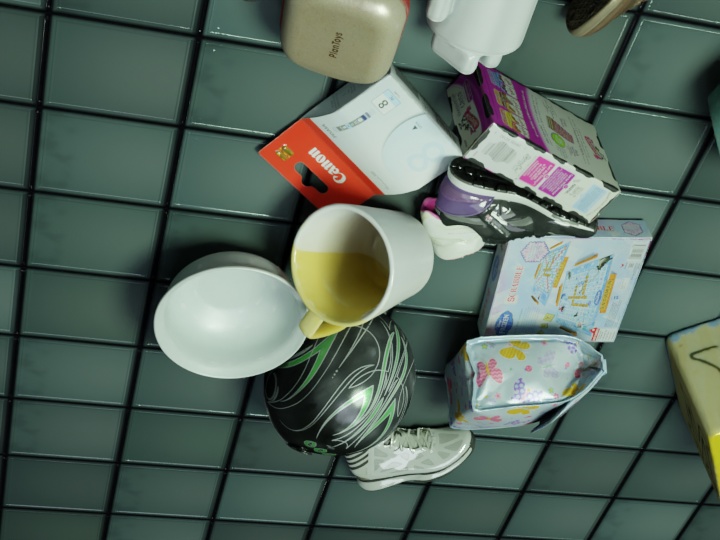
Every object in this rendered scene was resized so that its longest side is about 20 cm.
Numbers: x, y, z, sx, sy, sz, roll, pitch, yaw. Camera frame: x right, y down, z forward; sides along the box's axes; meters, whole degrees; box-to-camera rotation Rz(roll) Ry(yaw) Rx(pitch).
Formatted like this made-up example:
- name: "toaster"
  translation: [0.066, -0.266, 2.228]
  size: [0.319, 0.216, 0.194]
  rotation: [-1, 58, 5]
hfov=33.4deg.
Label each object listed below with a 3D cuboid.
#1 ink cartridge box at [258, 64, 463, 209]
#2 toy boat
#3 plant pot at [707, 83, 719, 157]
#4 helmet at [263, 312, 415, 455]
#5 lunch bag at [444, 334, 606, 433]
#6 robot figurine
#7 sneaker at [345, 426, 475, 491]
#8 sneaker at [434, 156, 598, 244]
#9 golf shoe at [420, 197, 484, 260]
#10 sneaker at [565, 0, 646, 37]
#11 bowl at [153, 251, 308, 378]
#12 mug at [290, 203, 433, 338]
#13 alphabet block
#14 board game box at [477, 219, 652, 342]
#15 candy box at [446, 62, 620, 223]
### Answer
- name: "ink cartridge box"
  translation: [0.002, -0.143, 1.467]
  size: [0.200, 0.047, 0.160]
  rotation: [-34, 128, 17]
- name: "toy boat"
  translation: [-0.012, -0.292, 1.288]
  size: [0.130, 0.131, 0.200]
  rotation: [17, 160, -3]
- name: "plant pot"
  translation: [0.508, -0.170, 1.435]
  size: [0.161, 0.201, 0.201]
  rotation: [-13, 133, 20]
- name: "helmet"
  translation: [-0.019, 0.151, 1.644]
  size: [0.190, 0.200, 0.200]
  rotation: [-26, 132, 36]
- name: "lunch bag"
  translation: [0.232, 0.162, 1.687]
  size: [0.199, 0.127, 0.170]
  rotation: [-3, 164, -9]
- name: "robot figurine"
  translation: [0.139, -0.312, 1.294]
  size: [0.169, 0.113, 0.200]
  rotation: [-24, 144, -40]
- name: "sneaker"
  translation: [0.068, 0.266, 1.822]
  size: [0.200, 0.076, 0.115]
  rotation: [-20, 133, 12]
- name: "sneaker"
  translation: [0.190, -0.070, 1.482]
  size: [0.200, 0.076, 0.088]
  rotation: [19, 126, -5]
- name: "golf shoe"
  translation: [0.169, -0.086, 1.530]
  size: [0.200, 0.075, 0.092]
  rotation: [-26, 127, 13]
- name: "sneaker"
  translation: [0.319, -0.326, 1.340]
  size: [0.075, 0.071, 0.200]
  rotation: [26, 123, -29]
- name: "bowl"
  translation: [-0.170, 0.043, 1.577]
  size: [0.201, 0.090, 0.201]
  rotation: [-5, 131, -5]
- name: "mug"
  translation: [0.002, -0.009, 1.519]
  size: [0.186, 0.150, 0.153]
  rotation: [-19, 176, 33]
- name: "alphabet block"
  translation: [0.578, 0.196, 1.758]
  size: [0.195, 0.200, 0.197]
  rotation: [-19, 132, 9]
- name: "board game box"
  translation: [0.277, 0.016, 1.656]
  size: [0.199, 0.041, 0.200]
  rotation: [1, 132, -10]
- name: "candy box"
  translation: [0.204, -0.154, 1.431]
  size: [0.200, 0.137, 0.061]
  rotation: [24, 126, -26]
